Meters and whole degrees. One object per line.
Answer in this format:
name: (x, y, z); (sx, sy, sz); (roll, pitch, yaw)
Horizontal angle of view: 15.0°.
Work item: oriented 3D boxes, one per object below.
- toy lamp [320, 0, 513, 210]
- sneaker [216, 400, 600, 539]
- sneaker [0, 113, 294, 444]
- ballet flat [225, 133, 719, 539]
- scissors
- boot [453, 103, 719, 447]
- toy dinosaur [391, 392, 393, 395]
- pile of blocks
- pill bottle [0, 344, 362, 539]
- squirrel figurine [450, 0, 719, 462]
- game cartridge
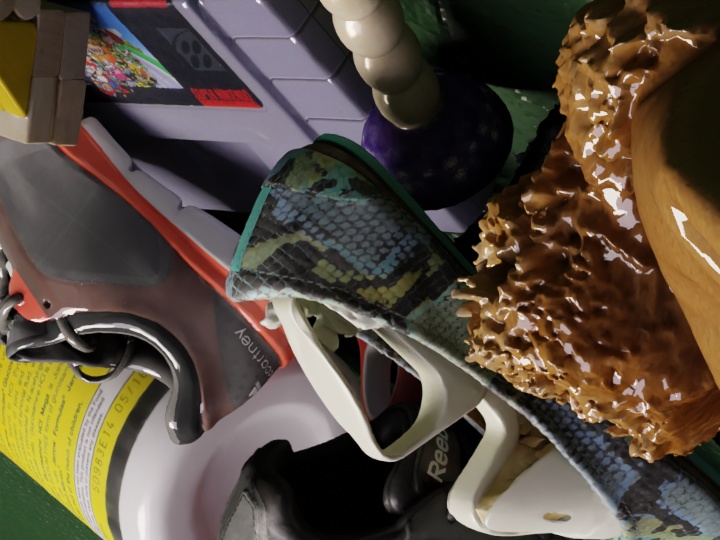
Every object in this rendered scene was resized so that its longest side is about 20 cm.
toy lamp: (-0.009, -0.093, 0.800); (0.058, 0.058, 0.200); (16, 153, 33)
sneaker: (0.044, 0.091, 0.918); (0.200, 0.071, 0.098); (1, 124, -6)
sneaker: (-0.115, -0.012, 0.988); (0.200, 0.082, 0.077); (36, 166, 15)
ballet flat: (0.035, 0.042, 0.856); (0.200, 0.074, 0.074); (41, 157, -18)
scissors: (0.000, 0.000, 1.010); (0.014, 0.073, 0.200); (12, -165, -18)
boot: (0.118, 0.007, 0.839); (0.162, 0.073, 0.198); (38, 157, 1)
toy dinosaur: (0.078, 0.091, 1.083); (0.200, 0.077, 0.102); (59, 164, 16)
pile of blocks: (-0.158, -0.115, 0.878); (0.062, 0.082, 0.200); (18, 143, 44)
pill bottle: (-0.097, 0.040, 1.100); (0.200, 0.112, 0.113); (33, 165, 41)
squirrel figurine: (0.121, 0.018, 0.718); (0.200, 0.141, 0.187); (35, 144, 43)
game cartridge: (-0.060, -0.065, 0.965); (0.200, 0.038, 0.130); (6, 151, 48)
